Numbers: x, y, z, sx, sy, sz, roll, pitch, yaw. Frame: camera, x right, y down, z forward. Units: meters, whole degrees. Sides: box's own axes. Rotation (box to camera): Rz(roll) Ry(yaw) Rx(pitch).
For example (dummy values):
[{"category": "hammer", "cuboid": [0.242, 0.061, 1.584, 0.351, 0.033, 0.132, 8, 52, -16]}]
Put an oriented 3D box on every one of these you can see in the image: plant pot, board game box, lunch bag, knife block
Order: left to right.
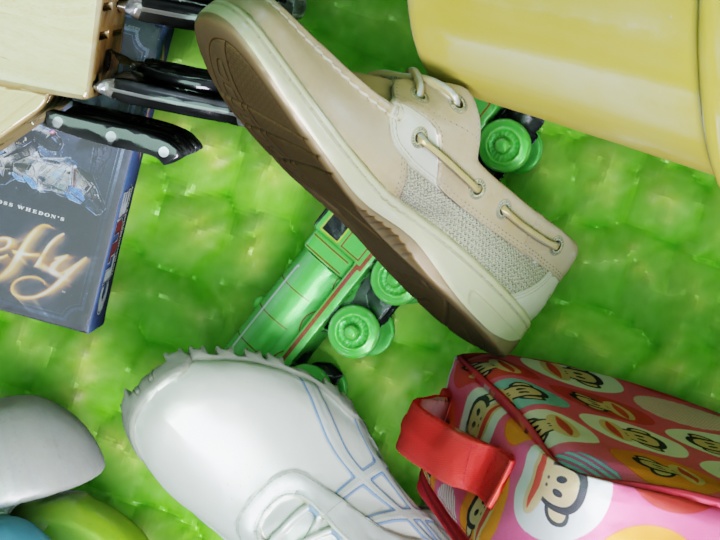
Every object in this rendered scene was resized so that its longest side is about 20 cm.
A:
[{"category": "board game box", "cuboid": [-0.191, -0.065, 1.246, 0.200, 0.035, 0.136, 15, 98, 4]}, {"category": "knife block", "cuboid": [-0.127, -0.121, 1.184, 0.175, 0.064, 0.200, -35, 92, 7]}, {"category": "lunch bag", "cuboid": [0.099, 0.089, 1.143, 0.176, 0.200, 0.082, 17, 98, -11]}, {"category": "plant pot", "cuboid": [0.126, -0.125, 1.139, 0.188, 0.201, 0.201, 7, 98, 21]}]

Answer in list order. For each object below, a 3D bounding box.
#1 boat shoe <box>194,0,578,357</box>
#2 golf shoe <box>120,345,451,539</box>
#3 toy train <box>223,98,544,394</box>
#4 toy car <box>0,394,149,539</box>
[{"category": "boat shoe", "cuboid": [0.013, -0.048, 1.149, 0.065, 0.072, 0.200, -49, 122, -8]}, {"category": "golf shoe", "cuboid": [-0.009, 0.107, 1.190, 0.200, 0.097, 0.078, 37, 103, -21]}, {"category": "toy train", "cuboid": [0.000, 0.000, 1.234, 0.056, 0.042, 0.200, 41, 99, 10]}, {"category": "toy car", "cuboid": [-0.181, 0.152, 1.212, 0.200, 0.150, 0.175, -10, 95, 7]}]
